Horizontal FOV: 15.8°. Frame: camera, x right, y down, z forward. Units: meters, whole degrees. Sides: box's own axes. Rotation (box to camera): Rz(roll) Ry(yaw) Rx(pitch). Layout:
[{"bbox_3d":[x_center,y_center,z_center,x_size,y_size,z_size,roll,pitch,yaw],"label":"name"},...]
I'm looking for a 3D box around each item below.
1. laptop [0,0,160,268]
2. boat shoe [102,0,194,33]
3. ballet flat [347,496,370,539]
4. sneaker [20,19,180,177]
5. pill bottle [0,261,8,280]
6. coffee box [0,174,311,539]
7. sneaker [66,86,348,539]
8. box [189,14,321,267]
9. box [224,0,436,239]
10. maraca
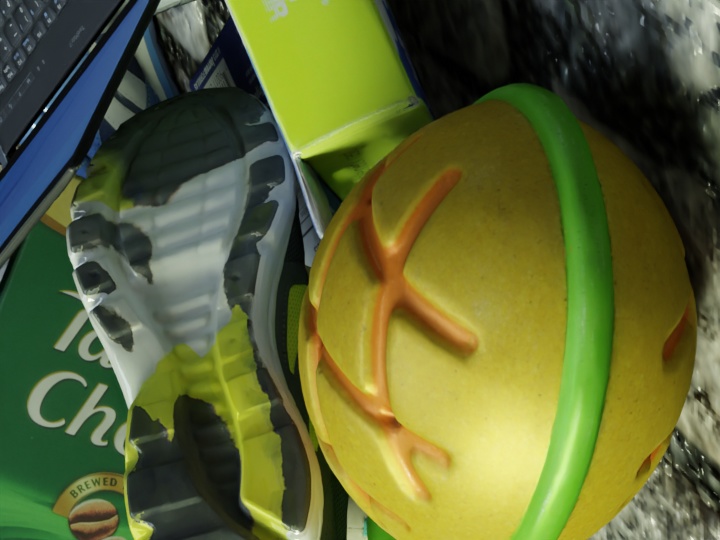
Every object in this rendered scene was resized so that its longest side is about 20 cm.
[{"bbox_3d":[-0.142,-0.088,0.898,0.200,0.103,0.177,59,140,11],"label":"laptop"},{"bbox_3d":[-0.088,-0.130,0.992,0.200,0.073,0.067,7,115,70],"label":"boat shoe"},{"bbox_3d":[-0.006,0.110,0.920,0.070,0.069,0.200,66,160,13],"label":"ballet flat"},{"bbox_3d":[-0.124,-0.071,1.144,0.200,0.082,0.074,70,160,-4],"label":"sneaker"},{"bbox_3d":[-0.093,0.052,1.066,0.200,0.113,0.113,31,139,41],"label":"pill bottle"},{"bbox_3d":[-0.084,0.077,0.859,0.044,0.123,0.200,129,162,-68],"label":"coffee box"},{"bbox_3d":[-0.045,0.033,0.826,0.085,0.074,0.200,67,-166,-54],"label":"sneaker"},{"bbox_3d":[0.000,0.000,0.937,0.200,0.032,0.121,67,162,6],"label":"box"},{"bbox_3d":[-0.024,-0.102,0.818,0.122,0.048,0.200,43,-156,-80],"label":"box"},{"bbox_3d":[0.031,0.027,0.746,0.200,0.107,0.137,125,147,-62],"label":"maraca"}]
